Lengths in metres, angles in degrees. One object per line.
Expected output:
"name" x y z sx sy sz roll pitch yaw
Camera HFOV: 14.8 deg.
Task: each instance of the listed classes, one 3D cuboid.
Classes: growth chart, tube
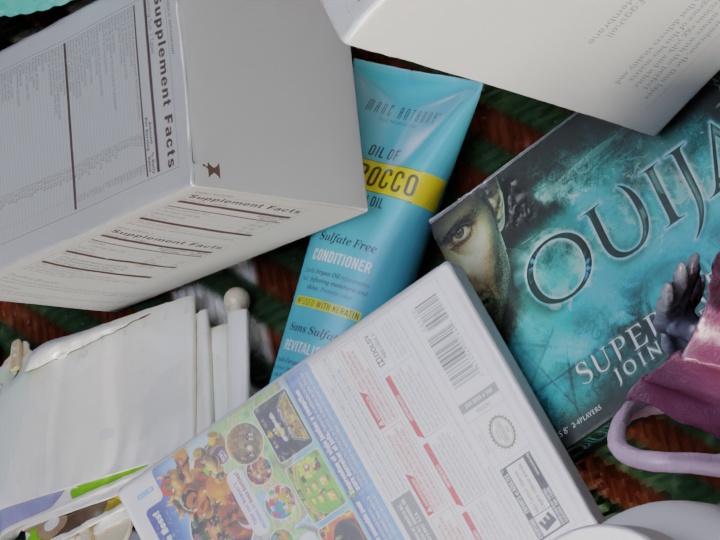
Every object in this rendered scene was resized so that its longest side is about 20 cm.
"growth chart" -0.130 0.082 1.395 0.199 0.018 0.145 -14 56 32
"tube" 0.000 0.000 1.327 0.077 0.050 0.201 15 86 30

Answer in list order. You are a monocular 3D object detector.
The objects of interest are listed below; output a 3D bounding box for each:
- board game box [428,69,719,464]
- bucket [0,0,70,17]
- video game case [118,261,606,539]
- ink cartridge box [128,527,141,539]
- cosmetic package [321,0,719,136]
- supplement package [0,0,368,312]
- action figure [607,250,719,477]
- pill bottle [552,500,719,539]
"board game box" 0.134 -0.019 1.241 0.200 0.028 0.136 -37 63 25
"bucket" -0.169 -0.229 1.318 0.206 0.135 0.208 -14 46 15
"video game case" -0.002 0.109 1.269 0.200 0.018 0.144 -35 73 17
"ink cartridge box" -0.044 0.190 1.325 0.199 0.042 0.120 2 83 34
"cosmetic package" 0.100 -0.180 1.146 0.199 0.200 0.123 -46 50 28
"supplement package" -0.105 -0.059 1.344 0.200 0.109 0.114 -19 71 45
"action figure" 0.201 0.073 1.118 0.200 0.134 0.149 33 124 11
"pill bottle" 0.143 0.150 1.097 0.112 0.200 0.113 -7 78 34
